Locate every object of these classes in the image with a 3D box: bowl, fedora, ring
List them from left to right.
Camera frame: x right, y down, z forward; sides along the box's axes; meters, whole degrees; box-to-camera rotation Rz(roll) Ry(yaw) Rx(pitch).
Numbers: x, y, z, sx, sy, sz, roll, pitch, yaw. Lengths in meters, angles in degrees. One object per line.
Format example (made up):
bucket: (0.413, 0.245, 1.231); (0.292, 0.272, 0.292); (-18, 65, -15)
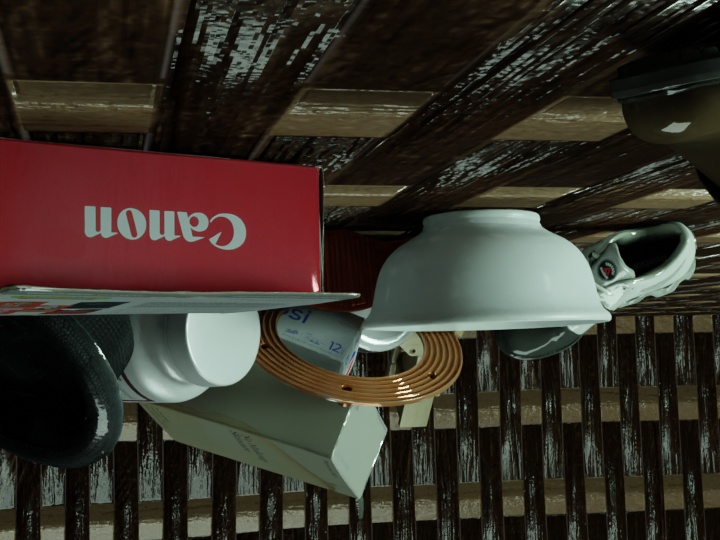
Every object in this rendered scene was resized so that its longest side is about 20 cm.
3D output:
fedora: (-0.241, 0.050, 0.836); (0.199, 0.202, 0.092); (-4, -153, 33)
ring: (-0.010, 0.062, 0.976); (0.199, 0.019, 0.201); (9, -152, -4)
bowl: (0.099, 0.001, 0.913); (0.199, 0.091, 0.201); (-2, 175, 0)

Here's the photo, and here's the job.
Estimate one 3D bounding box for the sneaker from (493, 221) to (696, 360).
sneaker: (0.205, 0.009, 1.003); (0.199, 0.074, 0.089); (-29, 159, 1)

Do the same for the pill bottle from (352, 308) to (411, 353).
pill bottle: (-0.030, 0.034, 1.169); (0.105, 0.107, 0.200); (1, 175, -30)

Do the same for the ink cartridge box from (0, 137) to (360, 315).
ink cartridge box: (-0.124, -0.020, 0.624); (0.199, 0.085, 0.175); (1, 175, -35)

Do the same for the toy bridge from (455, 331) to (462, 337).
toy bridge: (0.046, 0.037, 1.315); (0.067, 0.027, 0.200); (-5, 155, 36)

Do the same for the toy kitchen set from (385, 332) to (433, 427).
toy kitchen set: (0.008, 0.078, 1.481); (0.179, 0.201, 0.164); (0, -144, -15)

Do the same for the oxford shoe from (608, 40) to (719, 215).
oxford shoe: (0.167, -0.044, 0.444); (0.199, 0.085, 0.072); (5, 174, -43)

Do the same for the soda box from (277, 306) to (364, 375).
soda box: (-0.101, 0.051, 1.051); (0.199, 0.064, 0.068); (20, -140, 7)

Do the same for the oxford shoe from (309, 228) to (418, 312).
oxford shoe: (0.000, 0.000, 1.008); (0.198, 0.072, 0.072); (0, 180, -22)

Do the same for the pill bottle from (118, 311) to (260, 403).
pill bottle: (-0.183, 0.053, 0.935); (0.199, 0.114, 0.113); (-4, 175, 37)

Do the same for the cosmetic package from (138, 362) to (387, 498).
cosmetic package: (-0.087, 0.128, 1.004); (0.199, 0.073, 0.104); (13, 154, 24)
